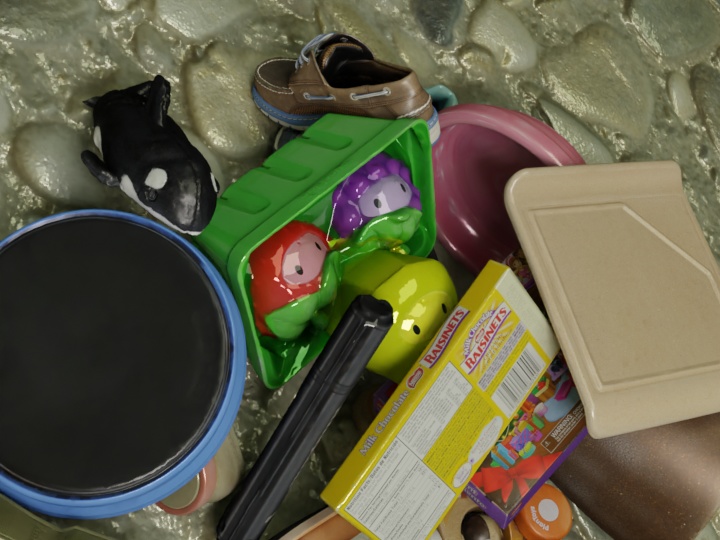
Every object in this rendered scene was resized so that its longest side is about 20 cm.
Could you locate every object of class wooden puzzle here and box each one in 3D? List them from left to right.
[{"bbox_3d":[0.206,0.017,0.854,0.183,0.037,0.203,-6,71,-31],"label":"wooden puzzle"}]

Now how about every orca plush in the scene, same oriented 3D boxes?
[{"bbox_3d":[-0.142,-0.106,0.816,0.104,0.072,0.201,17,23,-22],"label":"orca plush"}]

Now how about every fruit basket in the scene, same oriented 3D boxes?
[{"bbox_3d":[0.000,0.000,0.833,0.212,0.157,0.217,-5,43,4],"label":"fruit basket"}]

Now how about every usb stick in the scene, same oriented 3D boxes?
[{"bbox_3d":[-0.039,0.105,0.764,0.032,0.202,0.055,31,12,0],"label":"usb stick"}]

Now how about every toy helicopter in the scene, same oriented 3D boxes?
[{"bbox_3d":[0.060,0.177,0.889,0.132,0.079,0.200,-35,78,-34],"label":"toy helicopter"}]

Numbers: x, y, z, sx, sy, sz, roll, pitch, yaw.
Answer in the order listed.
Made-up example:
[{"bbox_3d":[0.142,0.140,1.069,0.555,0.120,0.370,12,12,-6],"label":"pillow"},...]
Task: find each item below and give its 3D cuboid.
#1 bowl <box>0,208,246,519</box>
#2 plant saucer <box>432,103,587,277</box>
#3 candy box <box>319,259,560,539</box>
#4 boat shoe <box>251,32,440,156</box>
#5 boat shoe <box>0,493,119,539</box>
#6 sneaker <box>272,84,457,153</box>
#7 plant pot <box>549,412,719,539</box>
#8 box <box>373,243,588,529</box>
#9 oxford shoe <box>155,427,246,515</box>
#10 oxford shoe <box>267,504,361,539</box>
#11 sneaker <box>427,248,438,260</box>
[{"bbox_3d":[-0.171,0.055,0.727,0.197,0.039,0.204,2,74,-7],"label":"bowl"},{"bbox_3d":[0.132,-0.061,0.973,0.201,0.200,0.051,49,62,-4],"label":"plant saucer"},{"bbox_3d":[0.061,0.101,0.789,0.201,0.026,0.102,-53,131,-11],"label":"candy box"},{"bbox_3d":[-0.017,-0.157,0.932,0.072,0.198,0.073,-41,135,-33],"label":"boat shoe"},{"bbox_3d":[-0.216,0.174,0.660,0.197,0.075,0.069,23,95,-1],"label":"boat shoe"},{"bbox_3d":[0.008,-0.129,0.997,0.199,0.086,0.078,-24,81,-43],"label":"sneaker"},{"bbox_3d":[0.205,0.116,0.963,0.198,0.188,0.188,31,48,1],"label":"plant pot"},{"bbox_3d":[0.125,0.079,0.879,0.136,0.039,0.200,39,70,20],"label":"box"},{"bbox_3d":[-0.141,0.072,0.797,0.074,0.070,0.203,0,66,-61],"label":"oxford shoe"},{"bbox_3d":[-0.060,0.222,0.758,0.199,0.071,0.072,-35,82,-33],"label":"oxford shoe"},{"bbox_3d":[0.036,0.044,0.951,0.082,0.072,0.202,-19,75,-17],"label":"sneaker"}]
